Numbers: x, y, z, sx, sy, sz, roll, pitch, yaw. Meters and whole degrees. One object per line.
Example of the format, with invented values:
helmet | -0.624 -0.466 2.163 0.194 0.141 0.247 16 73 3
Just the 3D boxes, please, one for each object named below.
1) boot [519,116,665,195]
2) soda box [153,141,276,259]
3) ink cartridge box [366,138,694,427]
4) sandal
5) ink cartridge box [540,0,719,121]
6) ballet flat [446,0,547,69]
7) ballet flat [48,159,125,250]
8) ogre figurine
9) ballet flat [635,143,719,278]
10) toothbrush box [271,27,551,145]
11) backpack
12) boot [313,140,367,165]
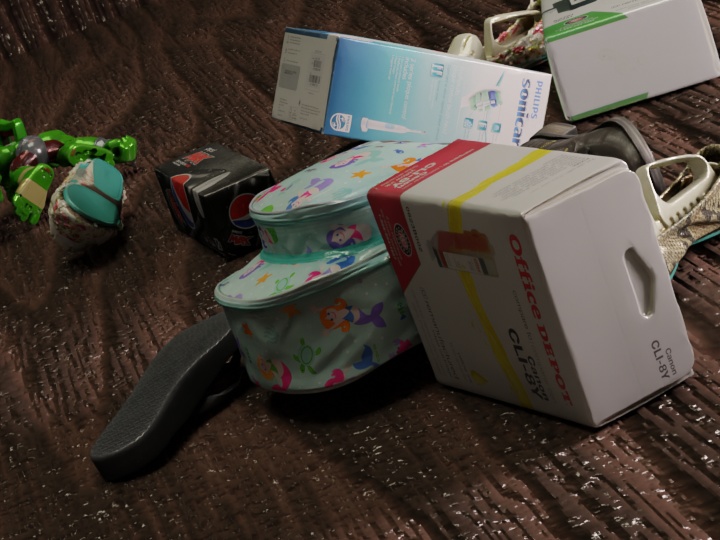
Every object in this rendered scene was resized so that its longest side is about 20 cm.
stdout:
boot | 0.122 -0.045 1.768 0.173 0.070 0.200 -32 15 -20
soda box | -0.128 -0.066 2.121 0.070 0.064 0.200 -24 16 -13
ink cartridge box | 0.103 0.004 1.450 0.083 0.146 0.200 -27 17 -22
sandal | -0.128 0.090 1.664 0.076 0.043 0.200 -16 24 40
ink cartridge box | 0.242 -0.215 2.120 0.146 0.084 0.200 -17 15 8
ballet flat | 0.125 -0.213 2.296 0.199 0.064 0.075 -32 20 -33
ballet flat | -0.267 -0.053 2.249 0.064 0.075 0.200 -52 6 13
ogre figurine | -0.348 -0.112 2.491 0.200 0.099 0.120 -41 35 -24
ballet flat | 0.199 -0.033 1.585 0.067 0.076 0.200 -4 23 42
toothbrush box | 0.042 -0.148 1.990 0.198 0.086 0.146 9 5 -20
backpack | 0.000 0.000 1.609 0.199 0.151 0.177 -33 18 -21
boot | 0.019 -0.066 1.958 0.180 0.073 0.200 -14 10 13
